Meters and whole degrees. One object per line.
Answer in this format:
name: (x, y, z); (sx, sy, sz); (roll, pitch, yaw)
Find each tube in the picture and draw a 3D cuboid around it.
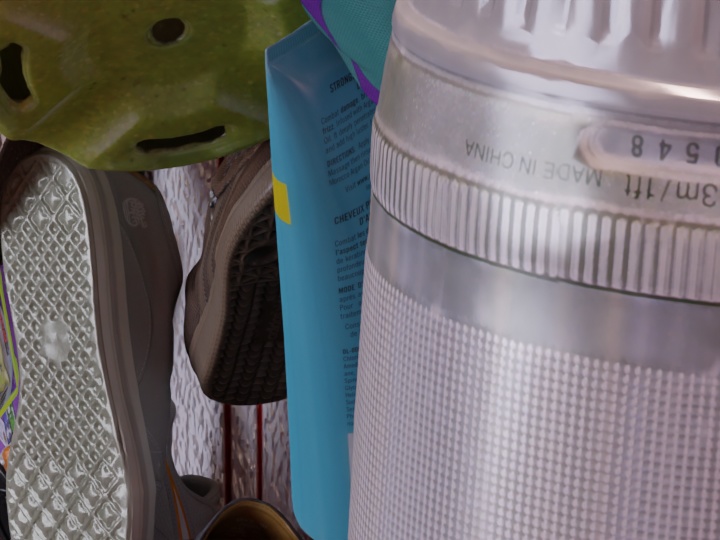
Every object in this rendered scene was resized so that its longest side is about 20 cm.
tube: (0.000, 0.000, 0.904); (0.050, 0.077, 0.201); (21, 131, 28)

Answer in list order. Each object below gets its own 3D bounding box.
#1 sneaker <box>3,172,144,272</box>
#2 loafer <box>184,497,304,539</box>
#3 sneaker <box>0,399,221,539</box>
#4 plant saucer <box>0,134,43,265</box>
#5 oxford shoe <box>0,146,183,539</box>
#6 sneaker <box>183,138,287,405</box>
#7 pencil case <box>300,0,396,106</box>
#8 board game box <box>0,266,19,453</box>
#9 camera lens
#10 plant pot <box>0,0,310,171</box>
sneaker: (-0.139, -0.042, 1.273); (0.088, 0.073, 0.200); (109, 145, -44)
loafer: (-0.036, 0.118, 1.028); (0.200, 0.072, 0.073); (-162, 69, -68)
sneaker: (-0.082, 0.136, 1.170); (0.075, 0.092, 0.201); (10, 127, 36)
plant saucer: (-0.118, -0.091, 1.103); (0.201, 0.037, 0.200); (-62, -1, -2)
oxford shoe: (-0.096, 0.050, 1.063); (0.075, 0.058, 0.201); (4, 99, 39)
sneaker: (-0.028, -0.026, 0.996); (0.200, 0.070, 0.076); (122, 140, -54)
pencil case: (-0.006, -0.136, 0.782); (0.092, 0.085, 0.200); (-7, 129, 43)
board game box: (-0.169, 0.054, 1.417); (0.200, 0.032, 0.121); (-129, 45, -57)
camera lens: (0.078, 0.022, 0.614); (0.160, 0.159, 0.201); (-142, 52, -62)
plant pot: (-0.076, -0.142, 0.913); (0.201, 0.199, 0.185); (115, 148, -50)
